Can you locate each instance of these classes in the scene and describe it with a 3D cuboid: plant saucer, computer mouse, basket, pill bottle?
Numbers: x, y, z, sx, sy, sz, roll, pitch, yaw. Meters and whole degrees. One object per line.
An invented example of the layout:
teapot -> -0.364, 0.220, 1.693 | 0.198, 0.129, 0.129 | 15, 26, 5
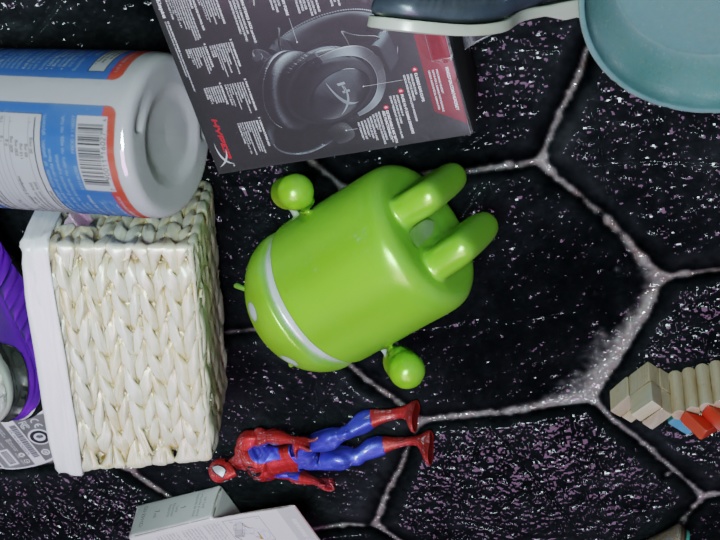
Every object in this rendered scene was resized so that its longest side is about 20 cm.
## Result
plant saucer -> 0.228, -0.182, 0.814 | 0.200, 0.036, 0.200 | -2, 137, -2
computer mouse -> -0.245, 0.118, 1.169 | 0.200, 0.044, 0.110 | -15, 131, 13
basket -> -0.168, 0.037, 1.012 | 0.123, 0.136, 0.200 | 0, 118, 1
pill bottle -> -0.214, -0.096, 0.928 | 0.200, 0.112, 0.112 | 6, 132, 23

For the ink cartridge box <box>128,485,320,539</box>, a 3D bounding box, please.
ink cartridge box -> -0.092, 0.282, 1.280 | 0.176, 0.045, 0.200 | -15, 126, 21

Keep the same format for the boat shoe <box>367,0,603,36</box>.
boat shoe -> 0.081, -0.175, 0.793 | 0.075, 0.200, 0.062 | 26, 122, 42

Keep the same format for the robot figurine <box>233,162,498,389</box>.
robot figurine -> 0.000, 0.000, 0.984 | 0.200, 0.116, 0.175 | -30, 97, 30

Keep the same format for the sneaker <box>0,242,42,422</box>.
sneaker -> -0.283, 0.023, 1.045 | 0.070, 0.100, 0.200 | -25, 77, 31

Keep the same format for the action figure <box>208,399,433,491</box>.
action figure -> -0.040, 0.157, 1.169 | 0.200, 0.052, 0.065 | -11, 131, 20

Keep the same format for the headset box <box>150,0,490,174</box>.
headset box -> -0.017, -0.155, 0.883 | 0.200, 0.077, 0.149 | -9, 128, 14

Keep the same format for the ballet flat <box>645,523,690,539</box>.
ballet flat -> 0.249, 0.300, 1.234 | 0.067, 0.068, 0.200 | 10, 129, 9

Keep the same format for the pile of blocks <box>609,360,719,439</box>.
pile of blocks -> 0.299, 0.112, 1.070 | 0.200, 0.062, 0.082 | -9, 128, 16
